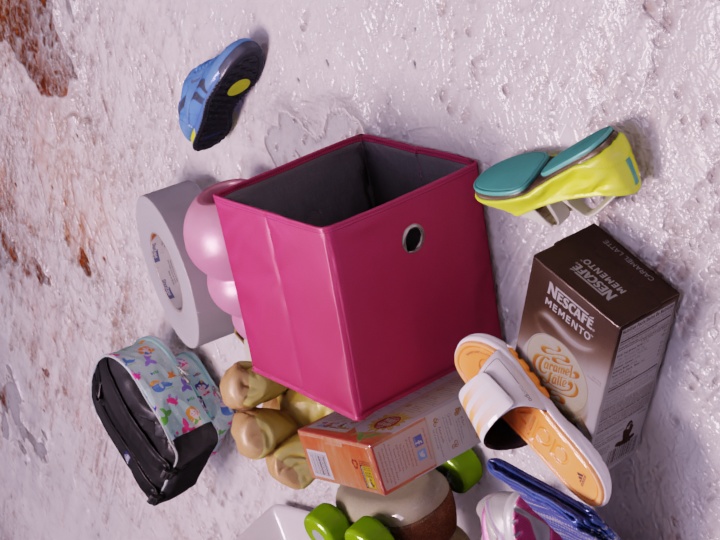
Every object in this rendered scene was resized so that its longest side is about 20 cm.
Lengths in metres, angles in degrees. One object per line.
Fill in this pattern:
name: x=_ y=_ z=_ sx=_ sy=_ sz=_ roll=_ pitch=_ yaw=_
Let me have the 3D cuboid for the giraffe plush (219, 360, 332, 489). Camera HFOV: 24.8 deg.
giraffe plush: x=-0.062 y=0.147 z=1.873 sx=0.162 sy=0.198 sz=0.174 roll=163 pitch=89 yaw=-77

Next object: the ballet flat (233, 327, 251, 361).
ballet flat: x=-0.096 y=0.144 z=2.004 sx=0.201 sy=0.063 sz=0.069 roll=63 pitch=150 yaw=6

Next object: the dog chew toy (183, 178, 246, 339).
dog chew toy: x=-0.130 y=-0.003 z=1.912 sx=0.124 sy=0.124 sz=0.201 roll=18 pitch=133 yaw=52

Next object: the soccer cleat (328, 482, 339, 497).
soccer cleat: x=0.005 y=0.290 z=1.921 sx=0.200 sy=0.085 sz=0.069 roll=46 pitch=144 yaw=31

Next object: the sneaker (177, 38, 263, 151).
sneaker: x=-0.170 y=-0.217 z=1.877 sx=0.079 sy=0.066 sz=0.200 roll=62 pitch=150 yaw=15

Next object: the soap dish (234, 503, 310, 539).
soap dish: x=-0.093 y=0.382 z=2.081 sx=0.199 sy=0.157 sz=0.082 roll=3 pitch=130 yaw=56

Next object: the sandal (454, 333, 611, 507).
sandal: x=0.141 y=0.138 z=1.474 sx=0.207 sy=0.059 sz=0.080 roll=46 pitch=146 yaw=30

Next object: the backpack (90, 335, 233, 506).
backpack: x=-0.277 y=0.191 z=2.232 sx=0.200 sy=0.150 sz=0.178 roll=48 pitch=143 yaw=15

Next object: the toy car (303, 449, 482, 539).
toy car: x=0.066 y=0.306 z=1.784 sx=0.157 sy=0.164 sz=0.201 roll=5 pitch=127 yaw=56

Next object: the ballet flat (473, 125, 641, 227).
ballet flat: x=0.174 y=-0.073 z=1.442 sx=0.067 sy=0.067 sz=0.199 roll=51 pitch=151 yaw=-14

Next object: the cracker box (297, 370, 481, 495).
cracker box: x=0.056 y=0.151 z=1.635 sx=0.134 sy=0.199 sz=0.058 roll=2 pitch=114 yaw=57

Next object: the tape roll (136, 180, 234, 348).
tape roll: x=-0.213 y=-0.008 z=2.047 sx=0.201 sy=0.066 sz=0.201 roll=53 pitch=155 yaw=39

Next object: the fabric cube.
fabric cube: x=0.000 y=0.000 z=1.626 sx=0.199 sy=0.195 sz=0.201 roll=18 pitch=125 yaw=51

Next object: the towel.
towel: x=0.209 y=0.253 z=1.538 sx=0.144 sy=0.024 sz=0.200 roll=26 pitch=164 yaw=50

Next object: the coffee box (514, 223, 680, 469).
coffee box: x=0.203 y=0.077 z=1.472 sx=0.114 sy=0.079 sz=0.201 roll=42 pitch=142 yaw=35

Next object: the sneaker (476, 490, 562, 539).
sneaker: x=0.169 y=0.312 z=1.696 sx=0.088 sy=0.081 sz=0.202 roll=11 pitch=111 yaw=56
